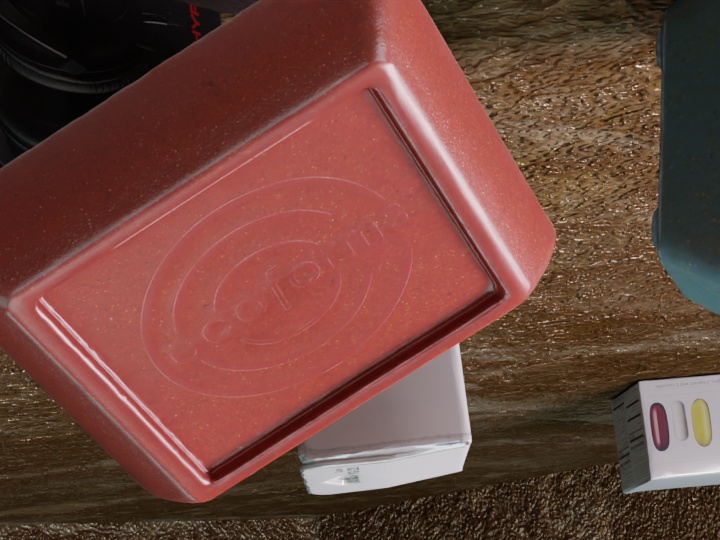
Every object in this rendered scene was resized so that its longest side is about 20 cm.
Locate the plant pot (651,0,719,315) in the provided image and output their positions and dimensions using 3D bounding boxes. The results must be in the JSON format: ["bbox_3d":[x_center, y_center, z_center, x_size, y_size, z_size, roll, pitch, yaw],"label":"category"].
[{"bbox_3d":[0.235,-0.051,0.975,0.199,0.198,0.196,0,171,14],"label":"plant pot"}]

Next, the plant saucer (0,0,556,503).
[{"bbox_3d":[-0.034,-0.001,0.809,0.199,0.037,0.200,-32,139,3],"label":"plant saucer"}]

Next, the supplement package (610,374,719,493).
[{"bbox_3d":[0.397,0.180,2.432,0.199,0.112,0.156,-5,169,-6],"label":"supplement package"}]

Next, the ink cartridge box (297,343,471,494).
[{"bbox_3d":[0.000,0.000,1.056,0.084,0.201,0.146,-6,169,0],"label":"ink cartridge box"}]

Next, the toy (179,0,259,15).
[{"bbox_3d":[-0.013,-0.144,0.716,0.115,0.047,0.200,6,161,-34],"label":"toy"}]

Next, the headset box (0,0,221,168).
[{"bbox_3d":[-0.153,-0.054,0.836,0.199,0.150,0.077,2,167,-31],"label":"headset box"}]
